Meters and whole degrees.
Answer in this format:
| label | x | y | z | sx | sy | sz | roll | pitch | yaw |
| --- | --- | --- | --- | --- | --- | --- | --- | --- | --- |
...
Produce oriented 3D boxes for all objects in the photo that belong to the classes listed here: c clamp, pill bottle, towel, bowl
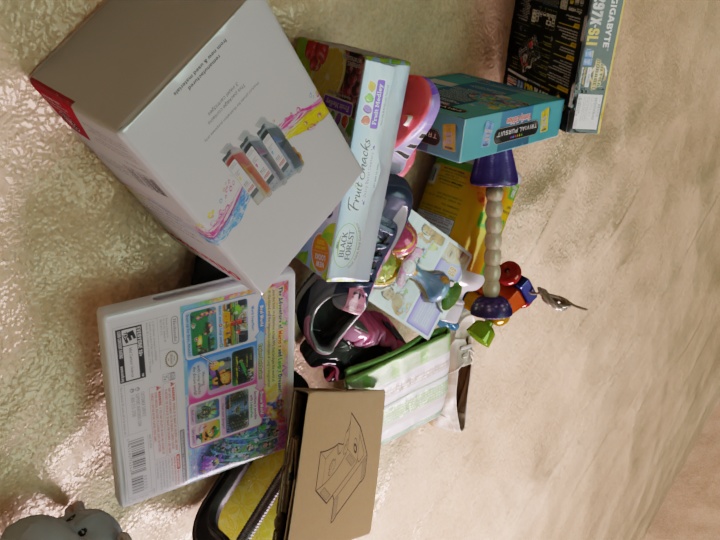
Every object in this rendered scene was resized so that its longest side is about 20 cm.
| label | x | y | z | sx | sy | sz | roll | pitch | yaw |
| --- | --- | --- | --- | --- | --- | --- | --- | --- | --- |
| c clamp | -0.109 | 0.238 | 0.855 | 0.027 | 0.170 | 0.202 | 40 | 69 | -27 |
| pill bottle | 0.118 | -0.043 | 1.030 | 0.110 | 0.110 | 0.203 | 13 | 99 | -53 |
| towel | 0.044 | 0.153 | 1.033 | 0.148 | 0.031 | 0.201 | -24 | 145 | -16 |
| bowl | -0.064 | 0.280 | 0.976 | 0.199 | 0.107 | 0.203 | -29 | 130 | -41 |

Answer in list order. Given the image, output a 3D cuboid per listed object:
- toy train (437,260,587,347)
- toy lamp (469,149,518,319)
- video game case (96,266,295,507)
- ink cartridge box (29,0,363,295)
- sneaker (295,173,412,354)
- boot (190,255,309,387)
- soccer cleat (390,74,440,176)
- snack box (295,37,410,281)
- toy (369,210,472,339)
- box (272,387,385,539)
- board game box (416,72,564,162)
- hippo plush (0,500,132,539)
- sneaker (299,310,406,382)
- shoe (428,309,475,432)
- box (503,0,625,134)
| label | x | y | z | sx | sy | sz | roll | pitch | yaw |
| --- | --- | --- | --- | --- | --- | --- | --- | --- | --- |
| toy train | 0.188 | 0.054 | 1.101 | 0.116 | 0.199 | 0.085 | -54 | 142 | -9 |
| toy lamp | 0.153 | -0.047 | 0.950 | 0.058 | 0.058 | 0.203 | -13 | 106 | -48 |
| video game case | -0.143 | 0.105 | 0.758 | 0.180 | 0.024 | 0.203 | -14 | 121 | -31 |
| ink cartridge box | -0.121 | -0.111 | 0.653 | 0.145 | 0.144 | 0.201 | -50 | 140 | -15 |
| sneaker | 0.000 | 0.000 | 0.839 | 0.069 | 0.082 | 0.201 | 17 | 119 | -25 |
| boot | -0.102 | 0.062 | 0.835 | 0.199 | 0.076 | 0.170 | 13 | 102 | -47 |
| soccer cleat | 0.033 | -0.130 | 0.812 | 0.075 | 0.200 | 0.068 | 0 | 70 | -27 |
| snack box | -0.027 | -0.108 | 0.781 | 0.052 | 0.142 | 0.203 | 1 | 109 | -30 |
| toy | 0.037 | -0.019 | 0.918 | 0.199 | 0.047 | 0.116 | 35 | 79 | -24 |
| box | -0.027 | 0.207 | 0.869 | 0.199 | 0.021 | 0.166 | 18 | 78 | -64 |
| board game box | 0.111 | -0.175 | 0.918 | 0.199 | 0.150 | 0.048 | -20 | 125 | -44 |
| hippo plush | -0.250 | 0.295 | 0.704 | 0.199 | 0.158 | 0.163 | 28 | 87 | -53 |
| sneaker | -0.004 | 0.098 | 1.001 | 0.096 | 0.079 | 0.199 | -47 | 144 | 10 |
| shoe | 0.145 | 0.146 | 1.215 | 0.069 | 0.053 | 0.203 | -15 | 120 | -47 |
| box | 0.238 | -0.270 | 0.999 | 0.049 | 0.200 | 0.162 | -3 | 114 | -13 |
